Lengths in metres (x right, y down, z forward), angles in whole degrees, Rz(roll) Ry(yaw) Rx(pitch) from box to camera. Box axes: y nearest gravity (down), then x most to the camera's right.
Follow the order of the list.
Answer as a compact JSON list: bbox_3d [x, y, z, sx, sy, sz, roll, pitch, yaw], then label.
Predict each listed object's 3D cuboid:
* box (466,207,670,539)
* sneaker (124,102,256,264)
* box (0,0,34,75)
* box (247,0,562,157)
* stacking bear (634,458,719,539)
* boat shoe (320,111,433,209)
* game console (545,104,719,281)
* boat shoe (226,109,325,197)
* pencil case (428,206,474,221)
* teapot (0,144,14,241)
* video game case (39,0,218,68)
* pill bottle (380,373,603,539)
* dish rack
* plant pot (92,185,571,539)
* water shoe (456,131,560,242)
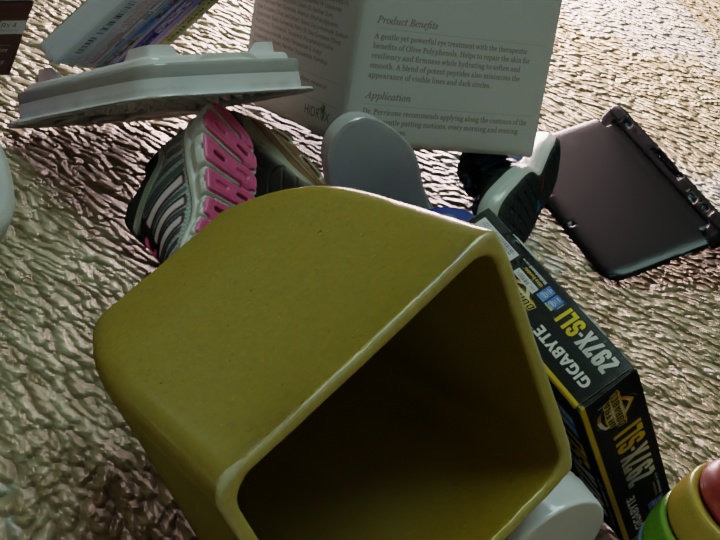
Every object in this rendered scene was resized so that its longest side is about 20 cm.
[{"bbox_3d":[0.132,0.073,1.032,0.049,0.200,0.160,-36,54,-7],"label":"box"},{"bbox_3d":[-0.121,-0.019,1.097,0.074,0.087,0.201,29,46,-39],"label":"sneaker"},{"bbox_3d":[-0.336,-0.229,1.154,0.100,0.075,0.200,-8,45,-42],"label":"box"},{"bbox_3d":[0.033,-0.204,1.330,0.198,0.173,0.200,1,17,-31],"label":"box"},{"bbox_3d":[0.232,0.163,0.940,0.121,0.201,0.114,-9,44,-43],"label":"stacking bear"},{"bbox_3d":[0.021,-0.051,1.170,0.200,0.072,0.066,47,-2,-43],"label":"boat shoe"},{"bbox_3d":[0.262,-0.051,1.470,0.176,0.116,0.200,38,15,-47],"label":"game console"},{"bbox_3d":[-0.049,-0.052,1.192,0.072,0.076,0.200,1,44,-49],"label":"boat shoe"},{"bbox_3d":[0.000,0.000,1.070,0.199,0.087,0.079,-5,87,-41],"label":"pencil case"},{"bbox_3d":[-0.318,-0.058,0.946,0.198,0.146,0.200,59,15,7],"label":"teapot"},{"bbox_3d":[-0.139,-0.228,1.209,0.022,0.200,0.182,51,13,4],"label":"video game case"},{"bbox_3d":[0.062,0.106,0.992,0.111,0.112,0.200,-5,42,-41],"label":"pill bottle"},{"bbox_3d":[-0.152,-0.139,1.164,0.171,0.044,0.199,-9,4,-43],"label":"dish rack"},{"bbox_3d":[-0.034,0.070,0.860,0.194,0.196,0.200,-42,44,-20],"label":"plant pot"},{"bbox_3d":[0.118,-0.070,1.365,0.078,0.072,0.200,9,23,18],"label":"water shoe"}]
